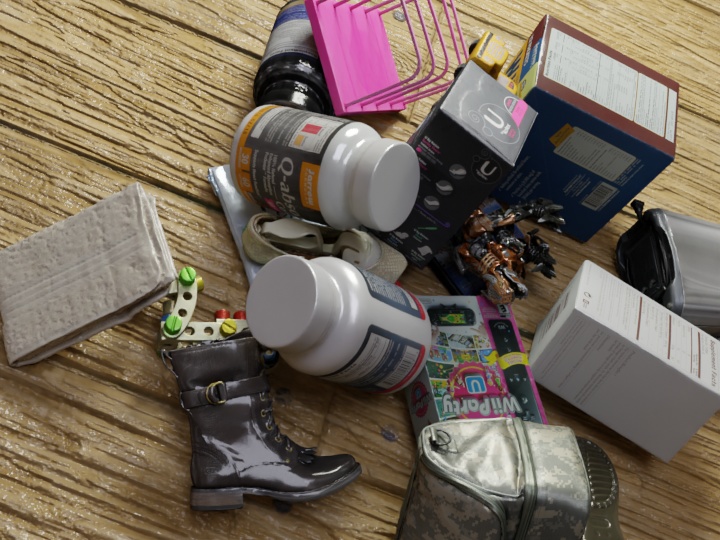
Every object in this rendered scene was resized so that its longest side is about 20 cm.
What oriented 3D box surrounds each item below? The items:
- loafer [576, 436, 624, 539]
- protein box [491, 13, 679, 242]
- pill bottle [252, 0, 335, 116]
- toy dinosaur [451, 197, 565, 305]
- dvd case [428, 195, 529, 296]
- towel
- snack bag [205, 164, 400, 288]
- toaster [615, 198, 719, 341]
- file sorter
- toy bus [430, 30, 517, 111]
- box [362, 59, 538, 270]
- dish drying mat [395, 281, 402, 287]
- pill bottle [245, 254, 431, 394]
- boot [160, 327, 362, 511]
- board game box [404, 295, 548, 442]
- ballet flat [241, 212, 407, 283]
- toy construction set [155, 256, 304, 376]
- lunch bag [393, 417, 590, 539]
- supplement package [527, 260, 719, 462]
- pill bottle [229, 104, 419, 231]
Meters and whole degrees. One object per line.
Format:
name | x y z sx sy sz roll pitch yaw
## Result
loafer | 0.244 0.273 1.032 0.075 0.068 0.202 17 41 -11
protein box | 0.266 -0.176 1.207 0.197 0.199 0.136 24 54 -9
pill bottle | -0.074 -0.245 1.187 0.110 0.112 0.202 17 50 -8
toy dinosaur | 0.171 -0.041 1.145 0.133 0.103 0.203 -8 62 -8
dvd case | 0.120 -0.066 1.214 0.142 0.018 0.201 -29 74 -29
towel | -0.292 0.003 0.985 0.197 0.035 0.134 -24 65 5
snack bag | -0.069 -0.065 1.135 0.197 0.021 0.191 -16 66 -19
toaster | 0.415 0.007 1.214 0.127 0.114 0.203 9 56 -17
file sorter | 0.044 -0.283 1.174 0.199 0.124 0.141 -22 96 -63
toy bus | 0.127 -0.192 1.152 0.078 0.201 0.065 33 49 -2
box | 0.098 -0.119 1.089 0.105 0.200 0.123 35 44 -4
dish drying mat | 0.000 0.000 1.137 0.076 0.018 0.202 -23 70 -27
pill bottle | -0.022 0.053 0.966 0.199 0.118 0.121 26 43 -53
boot | -0.098 0.145 0.954 0.196 0.069 0.178 -4 85 -18
board game box | 0.124 0.131 1.062 0.145 0.064 0.203 1 62 -28
ballet flat | -0.038 -0.023 1.069 0.196 0.063 0.068 8 60 -7
toy construction set | -0.145 0.048 1.024 0.196 0.093 0.133 -5 63 -8
lunch bag | 0.117 0.249 0.922 0.165 0.203 0.140 10 29 -2
supplement package | 0.312 0.105 1.101 0.198 0.118 0.118 32 34 1
pill bottle | -0.040 -0.111 1.036 0.198 0.118 0.116 18 49 35
